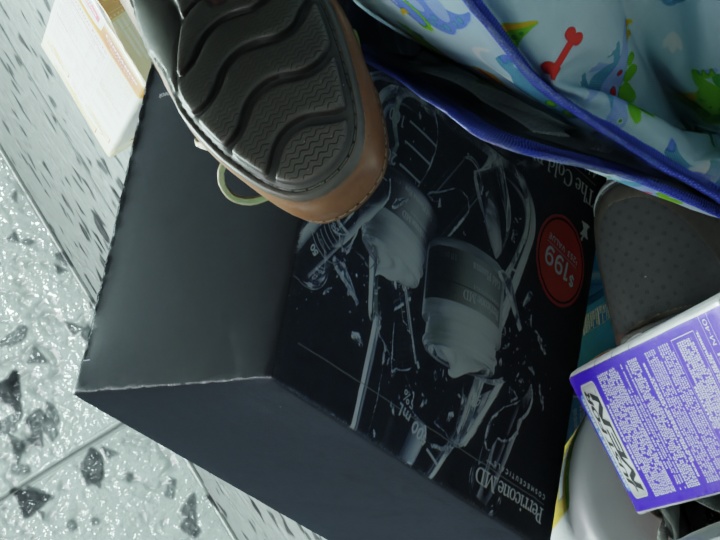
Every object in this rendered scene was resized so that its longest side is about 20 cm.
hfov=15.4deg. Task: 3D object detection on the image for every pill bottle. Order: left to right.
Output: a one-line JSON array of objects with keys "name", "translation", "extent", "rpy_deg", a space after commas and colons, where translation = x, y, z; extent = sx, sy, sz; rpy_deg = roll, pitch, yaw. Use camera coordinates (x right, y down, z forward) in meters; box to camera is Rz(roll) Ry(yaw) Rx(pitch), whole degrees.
[{"name": "pill bottle", "translation": [0.134, 0.112, 1.178], "extent": [0.111, 0.111, 0.200], "rpy_deg": [56, 168, 11]}]

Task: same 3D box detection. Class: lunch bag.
[{"name": "lunch bag", "translation": [0.058, -0.111, 0.938], "extent": [0.200, 0.127, 0.170], "rpy_deg": [50, 175, -27]}]

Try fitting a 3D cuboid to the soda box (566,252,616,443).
[{"name": "soda box", "translation": [0.095, 0.041, 1.274], "extent": [0.068, 0.064, 0.200], "rpy_deg": [53, 166, 28]}]

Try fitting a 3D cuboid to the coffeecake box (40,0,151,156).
[{"name": "coffeecake box", "translation": [-0.067, -0.137, 1.280], "extent": [0.073, 0.153, 0.200], "rpy_deg": [58, 168, 0]}]

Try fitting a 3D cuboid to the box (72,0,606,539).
[{"name": "box", "translation": [0.000, 0.000, 1.087], "extent": [0.104, 0.183, 0.200], "rpy_deg": [-5, 154, 37]}]

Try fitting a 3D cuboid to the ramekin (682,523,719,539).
[{"name": "ramekin", "translation": [0.165, 0.113, 0.847], "extent": [0.202, 0.201, 0.095], "rpy_deg": [129, 121, -77]}]

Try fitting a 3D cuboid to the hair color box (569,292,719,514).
[{"name": "hair color box", "translation": [0.150, 0.027, 0.897], "extent": [0.065, 0.109, 0.200], "rpy_deg": [64, 169, 3]}]

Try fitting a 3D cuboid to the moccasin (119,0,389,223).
[{"name": "moccasin", "translation": [-0.041, -0.074, 0.971], "extent": [0.078, 0.074, 0.201], "rpy_deg": [51, 175, -39]}]

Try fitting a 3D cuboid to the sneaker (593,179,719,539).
[{"name": "sneaker", "translation": [0.134, 0.056, 1.020], "extent": [0.077, 0.082, 0.201], "rpy_deg": [-23, 89, 35]}]
